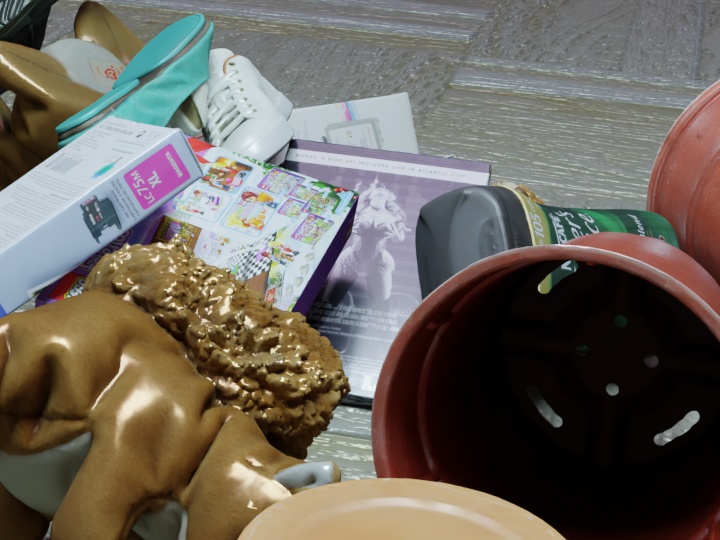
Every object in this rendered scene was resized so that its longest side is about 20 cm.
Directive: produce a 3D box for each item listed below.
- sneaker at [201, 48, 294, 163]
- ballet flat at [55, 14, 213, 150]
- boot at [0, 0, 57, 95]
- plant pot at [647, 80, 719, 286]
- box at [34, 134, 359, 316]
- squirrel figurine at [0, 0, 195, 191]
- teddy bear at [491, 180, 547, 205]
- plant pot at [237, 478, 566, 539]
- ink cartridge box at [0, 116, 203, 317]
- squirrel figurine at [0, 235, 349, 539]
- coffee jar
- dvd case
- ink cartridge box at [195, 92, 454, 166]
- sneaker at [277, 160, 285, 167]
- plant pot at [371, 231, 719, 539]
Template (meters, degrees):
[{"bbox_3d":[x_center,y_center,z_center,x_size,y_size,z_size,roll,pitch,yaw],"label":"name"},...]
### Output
[{"bbox_3d":[-0.099,-0.113,1.190,0.085,0.073,0.200,46,9,-14],"label":"sneaker"},{"bbox_3d":[-0.145,-0.111,1.129,0.067,0.071,0.200,-19,22,29],"label":"ballet flat"},{"bbox_3d":[-0.251,-0.209,1.252,0.182,0.073,0.200,-38,-4,-12],"label":"boot"},{"bbox_3d":[0.330,-0.021,1.128,0.200,0.202,0.195,-2,30,-15],"label":"plant pot"},{"bbox_3d":[-0.096,-0.004,1.000,0.136,0.039,0.200,19,39,8],"label":"box"},{"bbox_3d":[-0.217,-0.072,1.226,0.200,0.187,0.142,39,34,-1],"label":"squirrel figurine"},{"bbox_3d":[0.060,-0.043,1.306,0.199,0.067,0.145,10,24,18],"label":"teddy bear"},{"bbox_3d":[0.016,0.175,0.637,0.199,0.141,0.200,4,21,-2],"label":"plant pot"},{"bbox_3d":[-0.199,-0.020,0.962,0.200,0.042,0.119,-35,23,-19],"label":"ink cartridge box"},{"bbox_3d":[-0.079,0.080,0.804,0.186,0.142,0.200,20,52,22],"label":"squirrel figurine"},{"bbox_3d":[0.127,0.003,1.077,0.199,0.105,0.085,6,-21,-41],"label":"coffee jar"},{"bbox_3d":[0.000,0.000,1.104,0.148,0.016,0.201,8,58,11],"label":"dvd case"},{"bbox_3d":[-0.031,-0.105,1.395,0.199,0.068,0.116,-11,0,-34],"label":"ink cartridge box"},{"bbox_3d":[-0.002,-0.031,1.193,0.199,0.116,0.076,3,18,0],"label":"sneaker"},{"bbox_3d":[0.129,0.068,0.885,0.200,0.202,0.195,10,14,15],"label":"plant pot"}]
